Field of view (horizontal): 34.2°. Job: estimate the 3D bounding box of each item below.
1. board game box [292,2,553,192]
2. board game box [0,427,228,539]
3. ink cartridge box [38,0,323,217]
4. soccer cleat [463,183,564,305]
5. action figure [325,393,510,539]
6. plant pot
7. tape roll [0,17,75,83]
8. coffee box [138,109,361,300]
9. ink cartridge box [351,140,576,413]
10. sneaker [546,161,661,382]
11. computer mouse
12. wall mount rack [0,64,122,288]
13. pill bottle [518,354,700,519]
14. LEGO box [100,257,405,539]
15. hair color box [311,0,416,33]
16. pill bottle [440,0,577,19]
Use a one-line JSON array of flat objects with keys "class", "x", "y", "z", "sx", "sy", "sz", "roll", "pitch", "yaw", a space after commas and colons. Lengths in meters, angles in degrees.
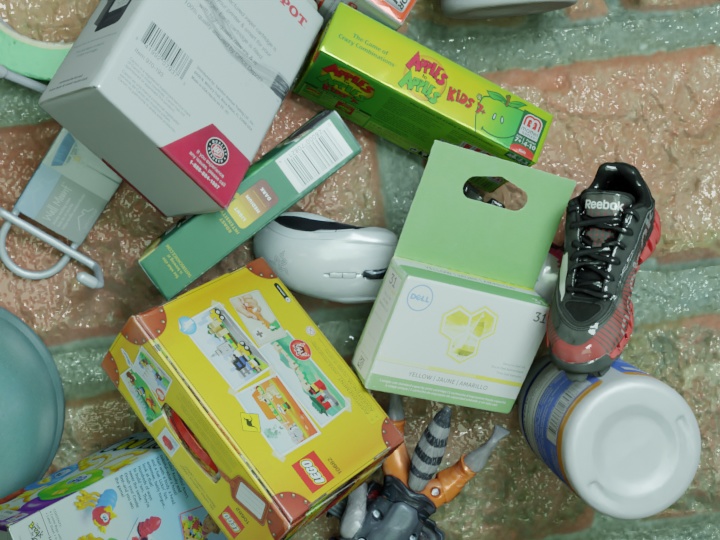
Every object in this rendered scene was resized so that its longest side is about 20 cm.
[{"class": "board game box", "x": 0.050, "y": -0.141, "z": 0.983, "sx": 0.198, "sy": 0.102, "sz": 0.048, "roll": 26, "pitch": 73, "yaw": -10}, {"class": "board game box", "x": -0.197, "y": 0.205, "z": 0.950, "sx": 0.199, "sy": 0.102, "sz": 0.106, "roll": -24, "pitch": 99, "yaw": -37}, {"class": "ink cartridge box", "x": -0.133, "y": -0.166, "z": 0.913, "sx": 0.145, "sy": 0.083, "sz": 0.202, "roll": 44, "pitch": 57, "yaw": -34}, {"class": "soccer cleat", "x": 0.143, "y": 0.004, "z": 1.038, "sx": 0.199, "sy": 0.070, "sz": 0.087, "roll": 31, "pitch": 103, "yaw": -4}, {"class": "action figure", "x": 0.012, "y": 0.189, "z": 1.017, "sx": 0.198, "sy": 0.105, "sz": 0.195, "roll": 26, "pitch": 92, "yaw": -5}, {"class": "plant pot", "x": -0.350, "y": 0.127, "z": 0.954, "sx": 0.197, "sy": 0.134, "sz": 0.203, "roll": -1, "pitch": 95, "yaw": -7}, {"class": "tape roll", "x": -0.251, "y": -0.258, "z": 0.971, "sx": 0.198, "sy": 0.048, "sz": 0.203, "roll": -1, "pitch": 96, "yaw": -7}, {"class": "coffee box", "x": -0.093, "y": -0.058, "z": 0.972, "sx": 0.199, "sy": 0.123, "sz": 0.044, "roll": -38, "pitch": 100, "yaw": 0}, {"class": "ink cartridge box", "x": 0.092, "y": 0.011, "z": 0.957, "sx": 0.144, "sy": 0.048, "sz": 0.202, "roll": 13, "pitch": 110, "yaw": -25}, {"class": "sneaker", "x": 0.191, "y": -0.008, "z": 0.936, "sx": 0.070, "sy": 0.202, "sz": 0.098, "roll": 7, "pitch": 140, "yaw": 26}, {"class": "computer mouse", "x": 0.000, "y": 0.000, "z": 1.001, "sx": 0.197, "sy": 0.044, "sz": 0.111, "roll": 7, "pitch": 119, "yaw": 7}, {"class": "wall mount rack", "x": -0.256, "y": -0.080, "z": 0.953, "sx": 0.173, "sy": 0.075, "sz": 0.201, "roll": 30, "pitch": 101, "yaw": -23}, {"class": "pill bottle", "x": 0.196, "y": 0.126, "z": 0.982, "sx": 0.110, "sy": 0.200, "sz": 0.114, "roll": -1, "pitch": 96, "yaw": -6}, {"class": "LEGO box", "x": -0.084, "y": 0.107, "z": 0.935, "sx": 0.201, "sy": 0.148, "sz": 0.077, "roll": 51, "pitch": 133, "yaw": 12}, {"class": "hair color box", "x": -0.047, "y": -0.265, "z": 0.962, "sx": 0.199, "sy": 0.101, "sz": 0.062, "roll": 35, "pitch": 75, "yaw": -9}, {"class": "pill bottle", "x": 0.118, "y": -0.318, "z": 0.971, "sx": 0.118, "sy": 0.120, "sz": 0.203, "roll": -5, "pitch": 96, "yaw": -6}]
